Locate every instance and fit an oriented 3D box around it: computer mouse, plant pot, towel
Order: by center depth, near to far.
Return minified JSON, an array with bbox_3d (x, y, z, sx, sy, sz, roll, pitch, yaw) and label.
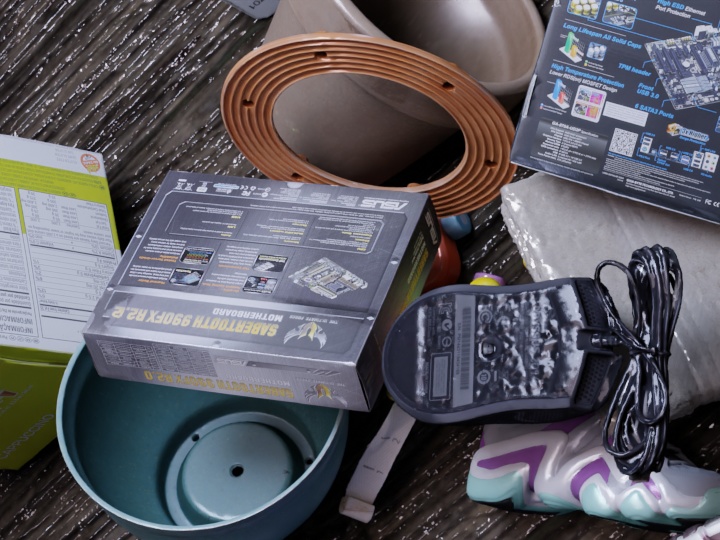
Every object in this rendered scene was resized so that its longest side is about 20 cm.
[{"bbox_3d":[0.107,0.057,1.208,0.200,0.053,0.139,-1,77,33],"label":"computer mouse"},{"bbox_3d":[0.179,0.007,1.255,0.132,0.035,0.200,-17,57,-5],"label":"towel"},{"bbox_3d":[-0.096,0.119,1.385,0.200,0.134,0.201,-5,56,8],"label":"plant pot"},{"bbox_3d":[0.005,-0.142,1.398,0.175,0.200,0.200,-50,51,36],"label":"plant pot"}]

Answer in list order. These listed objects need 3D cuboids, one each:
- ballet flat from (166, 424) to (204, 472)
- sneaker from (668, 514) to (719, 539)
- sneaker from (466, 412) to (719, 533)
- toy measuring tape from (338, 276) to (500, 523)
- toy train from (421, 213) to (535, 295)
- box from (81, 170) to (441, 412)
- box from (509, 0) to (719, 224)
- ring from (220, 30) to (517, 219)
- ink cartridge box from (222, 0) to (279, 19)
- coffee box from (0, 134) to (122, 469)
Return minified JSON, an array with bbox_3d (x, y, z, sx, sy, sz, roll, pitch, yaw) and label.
[{"bbox_3d":[-0.141,0.065,1.510,0.069,0.069,0.200,-6,73,36],"label":"ballet flat"},{"bbox_3d":[0.203,0.227,1.195,0.200,0.076,0.116,-40,60,33],"label":"sneaker"},{"bbox_3d":[0.159,0.089,1.260,0.200,0.078,0.140,3,78,37],"label":"sneaker"},{"bbox_3d":[0.043,0.094,1.308,0.074,0.074,0.200,42,111,38],"label":"toy measuring tape"},{"bbox_3d":[0.094,-0.016,1.357,0.200,0.056,0.150,-23,63,30],"label":"toy train"},{"bbox_3d":[-0.063,0.010,1.327,0.200,0.048,0.159,5,49,21],"label":"box"},{"bbox_3d":[0.208,-0.116,1.228,0.200,0.046,0.159,16,99,8],"label":"box"},{"bbox_3d":[0.007,-0.095,1.306,0.200,0.200,0.019,-11,52,34],"label":"ring"},{"bbox_3d":[-0.087,-0.324,1.574,0.146,0.086,0.200,-39,55,21],"label":"ink cartridge box"},{"bbox_3d":[-0.318,0.024,1.540,0.200,0.200,0.198,-40,54,39],"label":"coffee box"}]
